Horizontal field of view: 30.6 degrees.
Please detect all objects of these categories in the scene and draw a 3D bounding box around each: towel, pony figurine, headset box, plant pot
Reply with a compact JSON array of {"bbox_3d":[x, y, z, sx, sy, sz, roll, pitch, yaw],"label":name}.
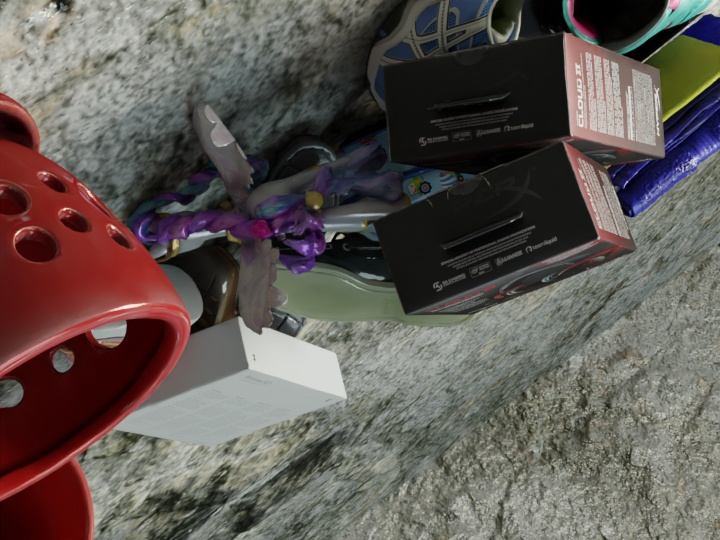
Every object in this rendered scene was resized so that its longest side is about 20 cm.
[{"bbox_3d":[0.220,-0.125,1.102,0.200,0.086,0.018,-39,121,-5],"label":"towel"},{"bbox_3d":[0.265,-0.143,1.137,0.200,0.148,0.050,-38,125,-3],"label":"towel"},{"bbox_3d":[-0.069,-0.043,0.982,0.199,0.167,0.193,-13,-179,-21],"label":"pony figurine"},{"bbox_3d":[0.121,-0.119,0.985,0.148,0.078,0.200,-5,177,32],"label":"headset box"},{"bbox_3d":[-0.337,0.231,1.079,0.200,0.201,0.177,-26,168,-38],"label":"plant pot"},{"bbox_3d":[-0.224,0.016,0.730,0.200,0.183,0.201,-36,163,-13],"label":"plant pot"},{"bbox_3d":[0.108,-0.025,0.963,0.148,0.075,0.200,-22,171,17],"label":"headset box"}]

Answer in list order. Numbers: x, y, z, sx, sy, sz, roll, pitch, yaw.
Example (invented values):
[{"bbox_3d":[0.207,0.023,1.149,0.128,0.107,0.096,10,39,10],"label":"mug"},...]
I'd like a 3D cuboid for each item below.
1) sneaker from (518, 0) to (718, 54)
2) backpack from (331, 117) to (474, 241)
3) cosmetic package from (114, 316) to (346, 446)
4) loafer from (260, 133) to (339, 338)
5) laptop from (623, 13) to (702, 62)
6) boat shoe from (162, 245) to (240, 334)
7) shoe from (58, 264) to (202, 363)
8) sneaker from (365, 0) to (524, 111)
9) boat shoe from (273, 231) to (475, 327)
[{"bbox_3d":[0.169,-0.209,1.023,0.199,0.084,0.121,-2,-165,33],"label":"sneaker"},{"bbox_3d":[0.061,-0.066,1.174,0.182,0.135,0.200,-20,165,26],"label":"backpack"},{"bbox_3d":[-0.121,0.103,1.161,0.150,0.052,0.200,-19,161,18],"label":"cosmetic package"},{"bbox_3d":[-0.068,-0.033,1.137,0.072,0.063,0.201,1,122,-20],"label":"loafer"},{"bbox_3d":[0.262,-0.199,1.220,0.177,0.104,0.200,-38,154,33],"label":"laptop"},{"bbox_3d":[-0.138,0.026,1.158,0.072,0.076,0.200,-34,172,-30],"label":"boat shoe"},{"bbox_3d":[-0.216,0.036,1.000,0.091,0.072,0.200,-34,159,29],"label":"shoe"},{"bbox_3d":[0.072,-0.186,1.027,0.076,0.077,0.200,-25,161,-44],"label":"sneaker"},{"bbox_3d":[0.001,-0.001,1.104,0.198,0.066,0.075,4,144,-4],"label":"boat shoe"}]
